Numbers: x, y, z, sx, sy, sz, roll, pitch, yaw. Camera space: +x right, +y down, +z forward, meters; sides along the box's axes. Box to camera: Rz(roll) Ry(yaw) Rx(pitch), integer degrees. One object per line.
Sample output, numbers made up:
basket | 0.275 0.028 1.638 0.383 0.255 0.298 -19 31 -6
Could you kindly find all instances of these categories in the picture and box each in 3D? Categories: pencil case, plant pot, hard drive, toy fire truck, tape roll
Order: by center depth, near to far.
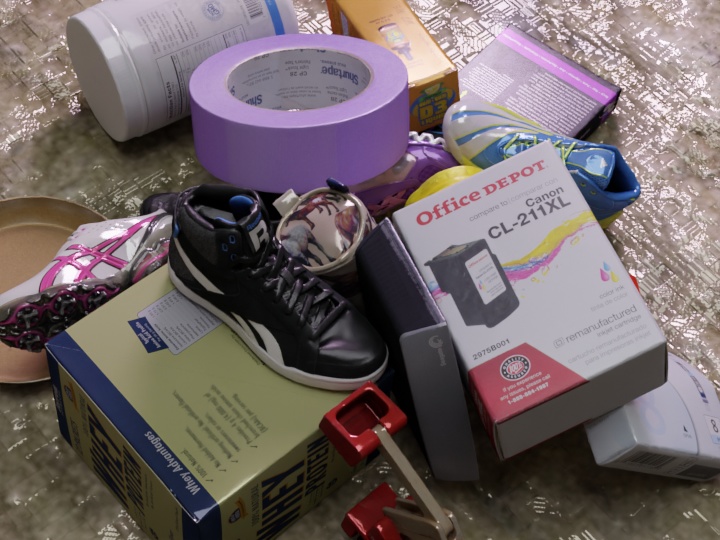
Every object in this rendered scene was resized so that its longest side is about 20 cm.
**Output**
toy fire truck | 0.042 0.194 1.057 0.049 0.141 0.200 -34 74 -26
hard drive | 0.044 0.070 1.102 0.042 0.201 0.136 -22 48 -6
pencil case | 0.000 0.000 1.181 0.077 0.200 0.090 -36 58 4
plant pot | -0.295 0.020 1.240 0.197 0.028 0.202 2 54 -3
tape roll | -0.054 -0.146 1.265 0.197 0.066 0.201 -1 33 1

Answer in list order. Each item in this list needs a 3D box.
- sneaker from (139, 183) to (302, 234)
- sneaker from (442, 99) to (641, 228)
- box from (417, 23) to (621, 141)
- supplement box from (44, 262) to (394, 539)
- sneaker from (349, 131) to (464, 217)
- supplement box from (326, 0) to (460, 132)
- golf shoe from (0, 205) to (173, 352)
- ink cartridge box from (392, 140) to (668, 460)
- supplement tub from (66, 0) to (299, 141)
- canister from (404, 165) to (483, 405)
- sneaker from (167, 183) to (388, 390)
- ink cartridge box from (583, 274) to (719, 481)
sneaker | -0.109 -0.051 1.259 0.198 0.105 0.060 21 55 10
sneaker | 0.175 -0.108 1.282 0.198 0.105 0.077 26 67 -22
box | 0.148 -0.153 1.400 0.142 0.036 0.200 35 57 20
supplement box | -0.113 0.106 1.126 0.199 0.135 0.200 -35 64 -26
sneaker | 0.005 -0.075 1.309 0.197 0.081 0.089 -1 58 1
supplement box | 0.030 -0.222 1.396 0.066 0.069 0.201 -20 45 -11
golf shoe | -0.233 0.006 1.200 0.198 0.073 0.092 -22 52 -32
ink cartridge box | 0.128 0.020 1.087 0.144 0.083 0.201 -25 61 -1
supplement tub | -0.170 -0.221 1.361 0.198 0.133 0.132 -26 60 -22
canister | 0.128 0.023 1.213 0.147 0.086 0.202 16 45 -41
sneaker | -0.065 0.008 1.049 0.198 0.112 0.073 29 56 15
ink cartridge box | 0.231 0.071 1.171 0.159 0.047 0.202 14 53 -43
